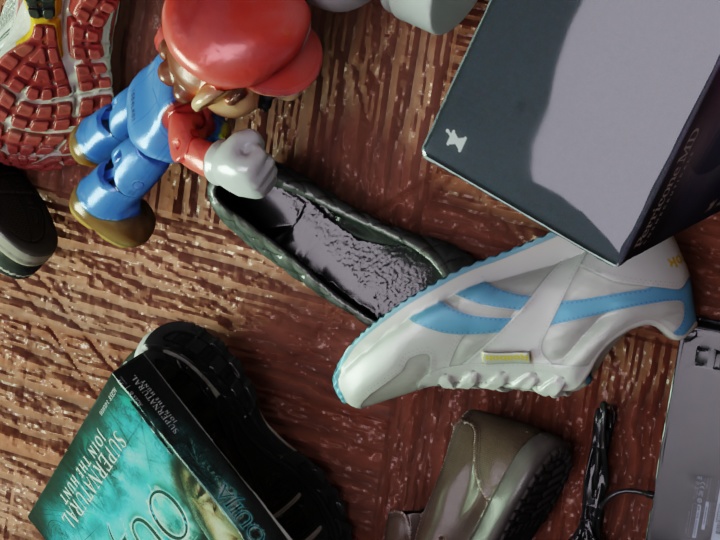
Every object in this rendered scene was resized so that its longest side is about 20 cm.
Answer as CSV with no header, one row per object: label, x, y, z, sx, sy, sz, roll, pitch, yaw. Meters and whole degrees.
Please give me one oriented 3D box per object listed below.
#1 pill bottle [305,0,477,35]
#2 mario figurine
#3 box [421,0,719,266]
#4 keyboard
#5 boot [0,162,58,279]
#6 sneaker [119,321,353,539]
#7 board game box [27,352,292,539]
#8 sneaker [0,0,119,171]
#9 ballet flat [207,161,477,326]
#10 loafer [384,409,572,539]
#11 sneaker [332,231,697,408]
pill bottle,-0.025,-0.208,1.435,0.199,0.120,0.120,27,109,17
mario figurine,-0.079,-0.087,1.461,0.200,0.106,0.124,-40,80,47
box,0.151,-0.126,1.327,0.123,0.198,0.201,31,110,16
keyboard,0.174,0.124,1.458,0.126,0.021,0.201,12,103,16
boot,-0.282,-0.020,1.606,0.200,0.073,0.151,38,110,18
sneaker,-0.073,0.124,1.548,0.201,0.074,0.079,58,146,-1
board game box,-0.118,0.147,1.529,0.135,0.028,0.200,50,147,10
sneaker,-0.171,-0.143,1.543,0.077,0.082,0.201,14,123,-15
ballet flat,0.000,0.000,1.491,0.199,0.057,0.067,27,106,14
loafer,0.045,0.161,1.500,0.071,0.073,0.201,38,107,25
sneaker,0.080,0.034,1.421,0.199,0.076,0.081,-24,84,8
